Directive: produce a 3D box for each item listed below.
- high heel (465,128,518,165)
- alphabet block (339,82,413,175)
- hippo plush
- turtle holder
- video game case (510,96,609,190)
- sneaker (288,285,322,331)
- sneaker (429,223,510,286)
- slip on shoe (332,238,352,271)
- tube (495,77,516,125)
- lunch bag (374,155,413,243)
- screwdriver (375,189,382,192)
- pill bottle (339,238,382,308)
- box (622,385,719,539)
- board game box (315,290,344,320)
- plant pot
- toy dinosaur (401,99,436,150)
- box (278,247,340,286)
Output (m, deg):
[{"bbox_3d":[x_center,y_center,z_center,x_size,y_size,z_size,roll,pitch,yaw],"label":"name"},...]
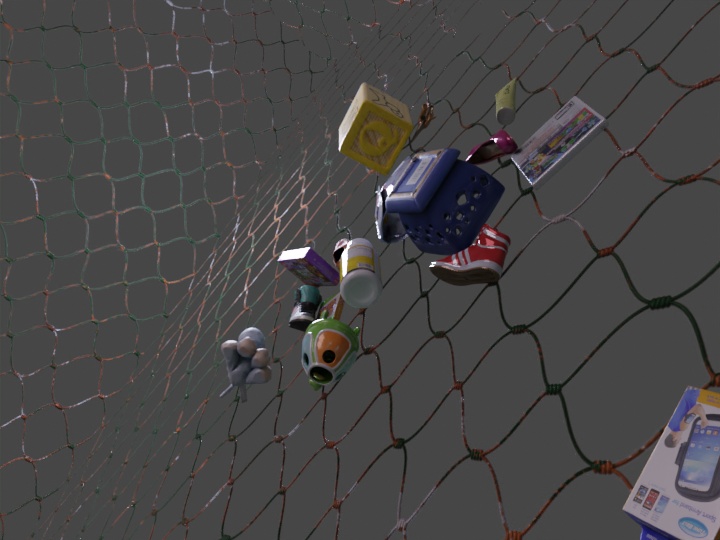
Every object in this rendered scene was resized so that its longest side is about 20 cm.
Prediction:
[{"bbox_3d":[0.316,-0.290,1.666,0.095,0.068,0.200,-40,15,0],"label":"high heel"},{"bbox_3d":[0.048,-0.471,2.263,0.199,0.191,0.202,-60,15,26],"label":"alphabet block"},{"bbox_3d":[-0.315,0.263,2.013,0.161,0.155,0.206,-57,-27,-64],"label":"hippo plush"},{"bbox_3d":[-0.087,0.201,1.618,0.184,0.140,0.134,-28,32,40],"label":"turtle holder"},{"bbox_3d":[0.435,-0.285,1.511,0.199,0.023,0.184,-43,24,17],"label":"video game case"},{"bbox_3d":[-0.148,0.102,1.901,0.200,0.082,0.124,149,136,-74],"label":"sneaker"},{"bbox_3d":[0.235,-0.034,1.446,0.198,0.071,0.114,-1,56,52],"label":"sneaker"},{"bbox_3d":[-0.051,-0.049,2.032,0.074,0.061,0.201,-46,22,15],"label":"slip on shoe"},{"bbox_3d":[0.388,-0.455,1.829,0.056,0.053,0.202,3,37,11],"label":"tube"},{"bbox_3d":[0.108,-0.185,1.854,0.201,0.126,0.171,-49,19,21],"label":"lunch bag"},{"bbox_3d":[0.102,-0.251,2.097,0.028,0.029,0.199,-58,20,-19],"label":"screwdriver"},{"bbox_3d":[0.000,0.000,1.791,0.112,0.112,0.202,-41,24,21],"label":"pill bottle"},{"bbox_3d":[0.389,0.238,0.782,0.202,0.041,0.118,-54,23,-13],"label":"box"},{"bbox_3d":[-0.091,0.138,1.872,0.095,0.030,0.203,-33,26,38],"label":"board game box"},{"bbox_3d":[0.186,-0.170,1.607,0.202,0.179,0.199,-55,22,-11],"label":"plant pot"},{"bbox_3d":[0.204,-0.479,2.227,0.203,0.059,0.107,-60,-2,-23],"label":"toy dinosaur"},{"bbox_3d":[-0.155,-0.007,2.066,0.040,0.136,0.198,-56,23,-19],"label":"box"}]
